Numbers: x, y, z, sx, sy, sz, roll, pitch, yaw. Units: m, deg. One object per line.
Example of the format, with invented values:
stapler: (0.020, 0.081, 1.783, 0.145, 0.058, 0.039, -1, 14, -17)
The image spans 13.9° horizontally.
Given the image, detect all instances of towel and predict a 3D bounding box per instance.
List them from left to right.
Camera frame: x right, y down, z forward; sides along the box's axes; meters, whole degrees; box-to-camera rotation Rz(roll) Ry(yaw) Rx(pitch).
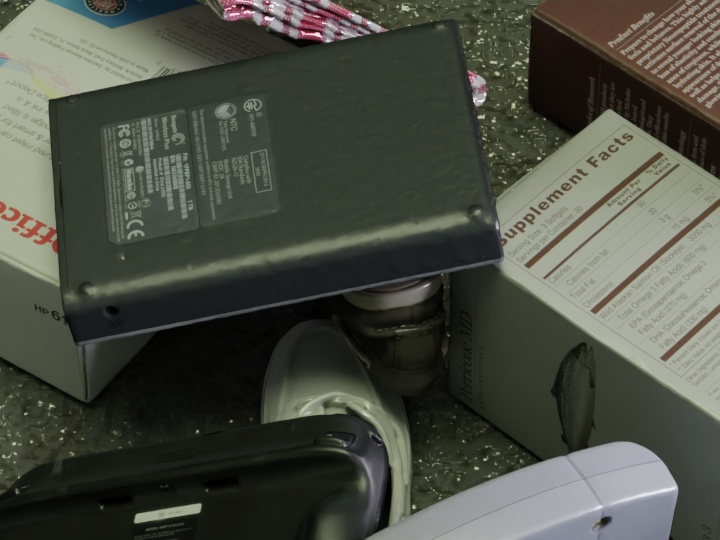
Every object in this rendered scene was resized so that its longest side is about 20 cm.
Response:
towel: (-0.045, -0.132, 1.490, 0.146, 0.200, 0.030, 29, 95, 42)

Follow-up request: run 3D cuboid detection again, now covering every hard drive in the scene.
hard drive: (-0.041, -0.044, 1.364, 0.199, 0.033, 0.140, -11, 47, 2)

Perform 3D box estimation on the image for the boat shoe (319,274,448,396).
boat shoe: (0.000, 0.000, 1.435, 0.066, 0.057, 0.200, -10, 23, -8)

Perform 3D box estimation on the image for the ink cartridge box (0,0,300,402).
ink cartridge box: (-0.136, -0.049, 1.470, 0.144, 0.085, 0.200, 26, 51, 22)

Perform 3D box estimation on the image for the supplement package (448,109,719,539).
supplement package: (0.150, 0.041, 1.365, 0.200, 0.117, 0.117, 35, 58, 29)

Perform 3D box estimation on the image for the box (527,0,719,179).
box: (0.190, -0.086, 1.516, 0.200, 0.075, 0.100, 37, 57, 27)

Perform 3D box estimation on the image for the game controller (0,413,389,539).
game controller: (-0.082, 0.120, 1.304, 0.199, 0.042, 0.105, -11, 55, 25)

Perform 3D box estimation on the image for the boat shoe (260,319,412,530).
boat shoe: (-0.006, 0.089, 1.355, 0.073, 0.066, 0.201, -8, 47, -7)

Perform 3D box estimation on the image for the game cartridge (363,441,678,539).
game cartridge: (0.041, 0.146, 1.258, 0.199, 0.134, 0.041, -22, 58, -20)
